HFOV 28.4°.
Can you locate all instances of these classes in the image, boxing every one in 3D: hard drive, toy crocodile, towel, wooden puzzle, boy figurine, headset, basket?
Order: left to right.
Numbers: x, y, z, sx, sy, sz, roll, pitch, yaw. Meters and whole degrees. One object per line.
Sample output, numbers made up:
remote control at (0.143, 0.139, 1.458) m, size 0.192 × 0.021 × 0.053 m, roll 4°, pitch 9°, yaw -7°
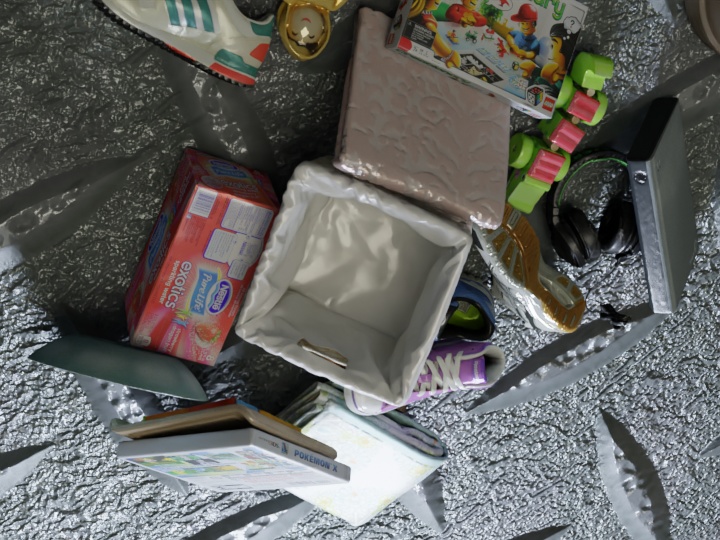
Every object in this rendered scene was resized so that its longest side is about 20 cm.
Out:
wooden puzzle at (-0.150, 0.182, 1.591) m, size 0.198 × 0.038 × 0.185 m, roll -8°, pitch 156°, yaw 30°
boy figurine at (-0.046, -0.307, 1.418) m, size 0.123 × 0.065 × 0.202 m, roll 11°, pitch 112°, yaw -23°
towel at (-0.020, 0.217, 1.699) m, size 0.199 × 0.049 × 0.171 m, roll 32°, pitch 128°, yaw -25°
basket at (0.000, 0.000, 1.500) m, size 0.196 × 0.161 × 0.202 m, roll 23°, pitch 105°, yaw 2°
towel at (0.068, -0.157, 1.477) m, size 0.198 × 0.194 × 0.032 m, roll 19°, pitch 152°, yaw -25°
toy crocodile at (0.219, -0.151, 1.575) m, size 0.067 × 0.062 × 0.201 m, roll 21°, pitch 111°, yaw -24°
headset at (0.281, -0.037, 1.636) m, size 0.122 × 0.094 × 0.203 m, roll -9°, pitch 109°, yaw -9°
hard drive at (0.345, -0.073, 1.616) m, size 0.032 × 0.140 × 0.202 m, roll 2°, pitch 125°, yaw 27°

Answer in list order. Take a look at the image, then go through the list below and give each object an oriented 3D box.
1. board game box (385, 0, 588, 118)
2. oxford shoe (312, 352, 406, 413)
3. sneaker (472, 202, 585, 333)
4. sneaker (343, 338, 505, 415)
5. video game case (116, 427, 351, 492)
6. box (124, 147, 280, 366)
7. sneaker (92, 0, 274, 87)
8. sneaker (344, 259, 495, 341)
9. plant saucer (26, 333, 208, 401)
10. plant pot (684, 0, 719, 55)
board game box at (0.134, -0.254, 1.486) m, size 0.198 × 0.035 × 0.128 m, roll 20°, pitch 87°, yaw -24°
oxford shoe at (-0.016, 0.093, 1.654) m, size 0.199 × 0.071 × 0.072 m, roll 30°, pitch 82°, yaw -31°
sneaker at (0.171, 0.002, 1.633) m, size 0.201 × 0.087 × 0.076 m, roll 51°, pitch 59°, yaw -24°
sneaker at (0.080, 0.114, 1.616) m, size 0.199 × 0.114 × 0.074 m, roll -17°, pitch 99°, yaw -39°
video game case at (-0.140, 0.214, 1.589) m, size 0.198 × 0.022 × 0.182 m, roll -9°, pitch 155°, yaw 34°
box at (-0.171, -0.013, 1.526) m, size 0.101 × 0.095 × 0.202 m, roll 16°, pitch 114°, yaw -22°
sneaker at (-0.174, -0.262, 1.415) m, size 0.198 × 0.070 × 0.094 m, roll 27°, pitch 91°, yaw -24°
sneaker at (0.072, 0.027, 1.617) m, size 0.198 × 0.089 × 0.079 m, roll 19°, pitch 112°, yaw -18°
plant saucer at (-0.255, 0.099, 1.526) m, size 0.198 × 0.201 × 0.039 m, roll 15°, pitch 87°, yaw -22°
plant pot at (0.467, -0.290, 1.502) m, size 0.197 × 0.174 × 0.203 m, roll -7°, pitch 119°, yaw -12°
